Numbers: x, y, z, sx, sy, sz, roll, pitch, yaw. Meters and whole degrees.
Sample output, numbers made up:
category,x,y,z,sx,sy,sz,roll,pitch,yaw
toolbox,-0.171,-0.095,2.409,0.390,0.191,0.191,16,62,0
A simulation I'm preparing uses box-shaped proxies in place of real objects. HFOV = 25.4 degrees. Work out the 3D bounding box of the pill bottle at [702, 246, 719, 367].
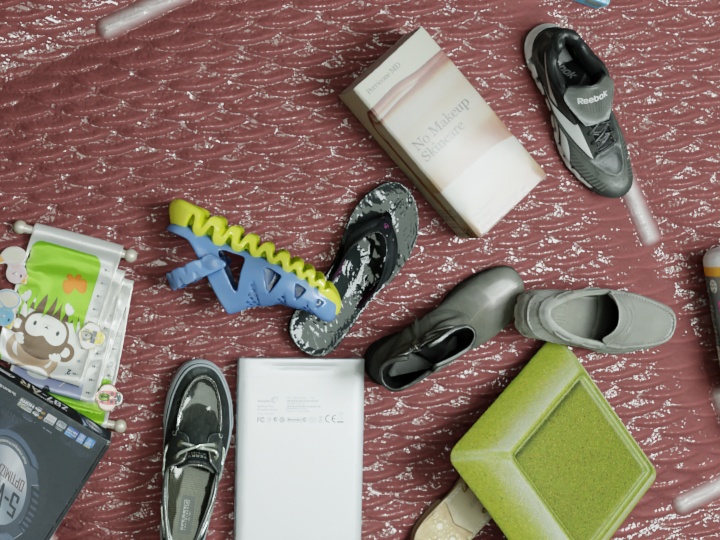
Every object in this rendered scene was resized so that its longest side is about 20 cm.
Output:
category,x,y,z,sx,sy,sz,roll,pitch,yaw
pill bottle,0.435,0.069,1.694,0.116,0.116,0.202,-11,93,-11

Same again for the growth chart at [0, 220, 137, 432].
category,x,y,z,sx,sy,sz,roll,pitch,yaw
growth chart,-0.296,0.056,1.592,0.144,0.018,0.202,6,89,-11

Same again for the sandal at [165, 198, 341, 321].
category,x,y,z,sx,sy,sz,roll,pitch,yaw
sandal,-0.114,0.006,1.595,0.199,0.079,0.088,26,90,7

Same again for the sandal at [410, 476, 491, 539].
category,x,y,z,sx,sy,sz,roll,pitch,yaw
sandal,0.136,0.222,1.657,0.078,0.070,0.212,40,83,-10

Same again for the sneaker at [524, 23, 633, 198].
category,x,y,z,sx,sy,sz,roll,pitch,yaw
sneaker,0.234,-0.166,1.661,0.066,0.090,0.201,-26,96,-9

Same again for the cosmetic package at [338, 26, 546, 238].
category,x,y,z,sx,sy,sz,roll,pitch,yaw
cosmetic package,0.083,-0.139,1.632,0.103,0.087,0.200,-44,99,-7

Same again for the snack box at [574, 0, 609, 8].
category,x,y,z,sx,sy,sz,roll,pitch,yaw
snack box,0.232,-0.391,1.684,0.115,0.037,0.201,16,87,-12

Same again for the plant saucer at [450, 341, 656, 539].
category,x,y,z,sx,sy,sz,roll,pitch,yaw
plant saucer,0.214,0.200,1.640,0.200,0.048,0.200,-44,104,-32

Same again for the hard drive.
category,x,y,z,sx,sy,sz,roll,pitch,yaw
hard drive,-0.063,0.190,1.637,0.131,0.027,0.202,1,90,-12

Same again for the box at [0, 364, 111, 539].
category,x,y,z,sx,sy,sz,roll,pitch,yaw
box,-0.368,0.178,1.554,0.199,0.044,0.161,34,92,-10

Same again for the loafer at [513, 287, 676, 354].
category,x,y,z,sx,sy,sz,roll,pitch,yaw
loafer,0.254,0.053,1.663,0.199,0.070,0.071,2,89,-29

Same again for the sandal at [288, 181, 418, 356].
category,x,y,z,sx,sy,sz,roll,pitch,yaw
sandal,0.001,0.001,1.636,0.075,0.048,0.201,32,85,-10

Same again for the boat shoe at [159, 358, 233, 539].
category,x,y,z,sx,sy,sz,roll,pitch,yaw
boat shoe,-0.162,0.190,1.593,0.072,0.071,0.202,4,89,-12

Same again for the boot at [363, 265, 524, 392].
category,x,y,z,sx,sy,sz,roll,pitch,yaw
boot,0.098,0.065,1.615,0.199,0.131,0.068,-32,97,-10
